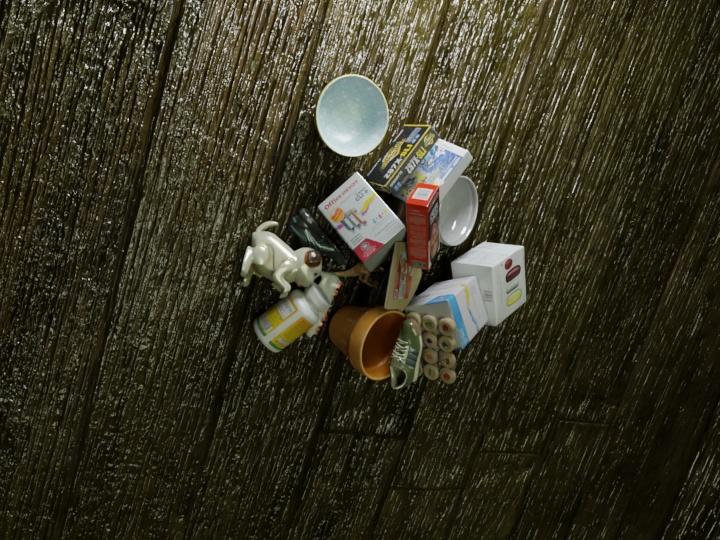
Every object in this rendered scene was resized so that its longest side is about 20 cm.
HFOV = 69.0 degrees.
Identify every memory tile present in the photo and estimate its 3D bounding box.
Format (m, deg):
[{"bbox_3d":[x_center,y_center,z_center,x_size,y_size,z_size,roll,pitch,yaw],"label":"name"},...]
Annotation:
[{"bbox_3d":[0.193,0.215,1.450,0.017,0.152,0.202,-31,123,-50],"label":"memory tile"}]

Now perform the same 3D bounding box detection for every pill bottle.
[{"bbox_3d":[-0.184,0.123,1.432,0.199,0.113,0.113,-37,117,7],"label":"pill bottle"}]

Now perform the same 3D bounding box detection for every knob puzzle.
[{"bbox_3d":[0.117,0.012,1.434,0.219,0.030,0.222,-30,126,-55],"label":"knob puzzle"}]

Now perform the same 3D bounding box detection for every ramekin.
[{"bbox_3d":[0.246,-0.179,1.530,0.199,0.105,0.202,-17,115,-42],"label":"ramekin"}]

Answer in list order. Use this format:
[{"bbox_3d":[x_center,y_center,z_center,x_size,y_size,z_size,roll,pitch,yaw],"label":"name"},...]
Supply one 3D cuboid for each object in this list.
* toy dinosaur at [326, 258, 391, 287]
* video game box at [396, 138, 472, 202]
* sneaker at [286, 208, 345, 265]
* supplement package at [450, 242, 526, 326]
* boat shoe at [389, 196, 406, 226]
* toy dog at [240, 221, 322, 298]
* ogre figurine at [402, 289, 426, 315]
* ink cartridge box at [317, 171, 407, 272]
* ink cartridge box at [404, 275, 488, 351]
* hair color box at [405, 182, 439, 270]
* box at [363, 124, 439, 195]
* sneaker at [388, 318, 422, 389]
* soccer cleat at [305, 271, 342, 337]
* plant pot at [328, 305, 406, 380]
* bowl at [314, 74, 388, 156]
[{"bbox_3d":[0.000,0.000,1.532,0.198,0.061,0.107,-21,119,12],"label":"toy dinosaur"},{"bbox_3d":[0.182,-0.274,1.460,0.201,0.182,0.047,-53,138,-2],"label":"video game box"},{"bbox_3d":[-0.120,-0.081,1.457,0.079,0.075,0.200,-41,111,8],"label":"sneaker"},{"bbox_3d":[0.402,0.036,1.627,0.199,0.146,0.193,-27,116,-42],"label":"supplement package"},{"bbox_3d":[0.102,-0.114,1.533,0.067,0.072,0.202,18,98,-28],"label":"boat shoe"},{"bbox_3d":[-0.200,-0.020,1.388,0.198,0.140,0.196,13,63,-6],"label":"toy dog"},{"bbox_3d":[0.188,0.151,1.641,0.119,0.098,0.201,2,121,-42],"label":"ogre figurine"},{"bbox_3d":[0.010,-0.126,1.391,0.145,0.145,0.200,-41,75,2],"label":"ink cartridge box"},{"bbox_3d":[0.252,0.124,1.510,0.200,0.146,0.147,-31,104,-50],"label":"ink cartridge box"},{"bbox_3d":[0.164,-0.113,1.360,0.102,0.061,0.201,-57,151,-42],"label":"hair color box"},{"bbox_3d":[0.108,-0.304,1.431,0.049,0.160,0.201,38,89,-28],"label":"box"},{"bbox_3d":[0.118,0.239,1.442,0.089,0.067,0.202,-23,122,-43],"label":"sneaker"},{"bbox_3d":[-0.122,0.095,1.508,0.077,0.069,0.201,25,102,2],"label":"soccer cleat"},{"bbox_3d":[0.013,0.185,1.503,0.199,0.182,0.202,-16,114,-39],"label":"plant pot"},{"bbox_3d":[-0.037,-0.401,1.368,0.198,0.108,0.202,-6,107,-22],"label":"bowl"}]
